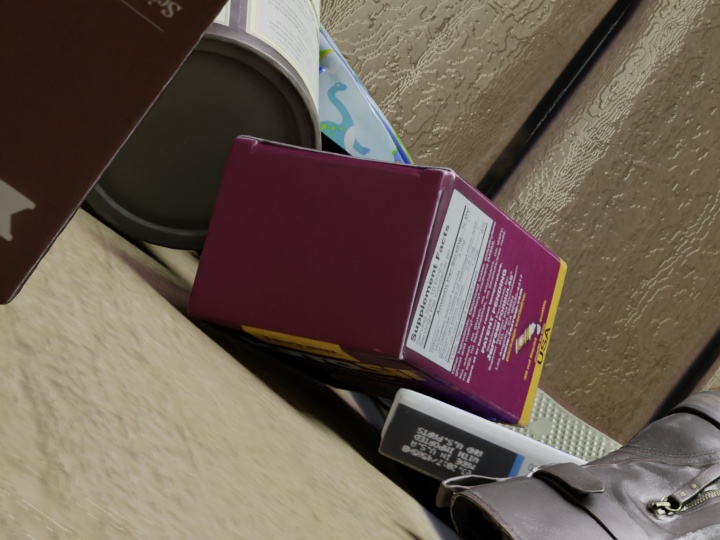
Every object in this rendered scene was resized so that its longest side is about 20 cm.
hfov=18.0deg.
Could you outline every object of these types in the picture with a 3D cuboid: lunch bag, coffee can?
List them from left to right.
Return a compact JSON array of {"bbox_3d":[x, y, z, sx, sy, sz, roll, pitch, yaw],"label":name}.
[{"bbox_3d":[-0.094,-0.129,1.333,0.146,0.146,0.200,36,29,-24],"label":"coffee can"},{"bbox_3d":[-0.020,-0.091,1.562,0.161,0.082,0.200,61,-1,-31],"label":"lunch bag"}]

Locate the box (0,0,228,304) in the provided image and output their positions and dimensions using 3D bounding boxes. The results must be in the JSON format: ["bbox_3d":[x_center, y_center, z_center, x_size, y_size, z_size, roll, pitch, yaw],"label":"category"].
[{"bbox_3d":[-0.157,-0.116,0.856,0.166,0.165,0.200,37,3,-17],"label":"box"}]

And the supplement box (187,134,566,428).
[{"bbox_3d":[0.016,0.010,1.230,0.130,0.104,0.200,11,-10,26],"label":"supplement box"}]

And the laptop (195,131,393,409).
[{"bbox_3d":[0.000,0.000,1.487,0.187,0.116,0.200,39,3,12],"label":"laptop"}]

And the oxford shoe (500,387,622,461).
[{"bbox_3d":[0.135,0.139,1.500,0.200,0.075,0.058,43,-30,49],"label":"oxford shoe"}]

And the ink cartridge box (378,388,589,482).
[{"bbox_3d":[0.121,0.125,1.217,0.197,0.047,0.200,21,-6,15],"label":"ink cartridge box"}]

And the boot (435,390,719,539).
[{"bbox_3d":[0.150,0.141,1.020,0.174,0.070,0.200,-20,48,-39],"label":"boot"}]
